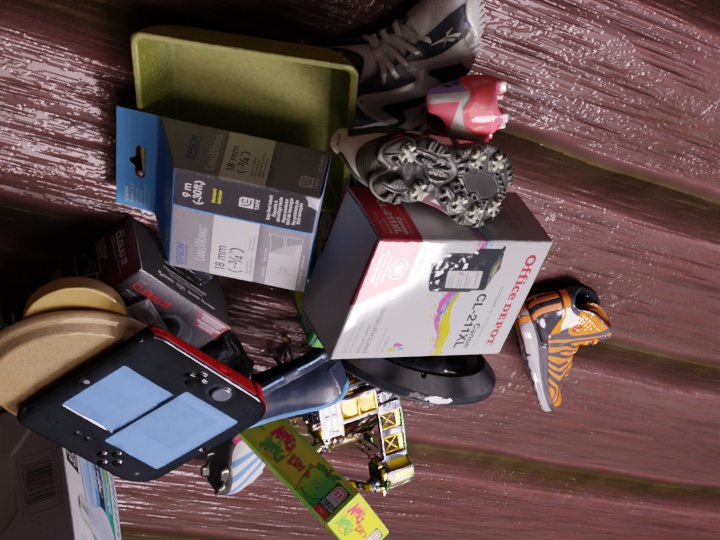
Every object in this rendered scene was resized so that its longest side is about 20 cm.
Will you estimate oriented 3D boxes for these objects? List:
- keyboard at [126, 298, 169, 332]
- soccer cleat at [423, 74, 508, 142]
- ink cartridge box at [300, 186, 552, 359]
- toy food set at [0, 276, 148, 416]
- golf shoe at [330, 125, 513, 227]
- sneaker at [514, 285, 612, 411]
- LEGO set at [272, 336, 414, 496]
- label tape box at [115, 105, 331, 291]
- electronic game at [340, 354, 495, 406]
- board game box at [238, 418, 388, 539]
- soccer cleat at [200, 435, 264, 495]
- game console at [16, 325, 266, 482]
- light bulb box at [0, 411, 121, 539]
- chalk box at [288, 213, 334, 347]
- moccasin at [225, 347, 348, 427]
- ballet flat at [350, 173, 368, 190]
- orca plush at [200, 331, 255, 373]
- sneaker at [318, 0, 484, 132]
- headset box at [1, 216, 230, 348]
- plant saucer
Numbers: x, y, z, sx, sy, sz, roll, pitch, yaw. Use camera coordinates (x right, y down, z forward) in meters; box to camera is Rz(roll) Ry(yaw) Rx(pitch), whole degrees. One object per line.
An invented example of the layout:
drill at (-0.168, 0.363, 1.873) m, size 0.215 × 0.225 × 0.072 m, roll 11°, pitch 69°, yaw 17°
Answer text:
keyboard at (-0.211, 0.094, 1.551) m, size 0.056 × 0.011 × 0.201 m, roll -20°, pitch 143°, yaw 1°
soccer cleat at (0.091, -0.132, 1.407) m, size 0.076 × 0.067 × 0.200 m, roll 1°, pitch 167°, yaw -3°
ink cartridge box at (0.063, 0.003, 1.428) m, size 0.199 × 0.083 × 0.146 m, roll 0°, pitch 128°, yaw -31°
toy food set at (-0.283, 0.090, 1.474) m, size 0.197 × 0.049 × 0.200 m, roll -28°, pitch 141°, yaw 23°
golf shoe at (0.061, -0.095, 1.342) m, size 0.199 × 0.088 × 0.078 m, roll 13°, pitch 104°, yaw -49°
sneaker at (0.253, 0.095, 1.821) m, size 0.111 × 0.078 × 0.201 m, roll -18°, pitch 142°, yaw 0°
LEGO set at (-0.034, 0.172, 1.681) m, size 0.115 × 0.200 × 0.155 m, roll -16°, pitch 119°, yaw -23°
label tape box at (-0.136, -0.062, 1.382) m, size 0.198 × 0.064 × 0.145 m, roll 12°, pitch 143°, yaw -1°
electronic game at (0.053, 0.095, 1.646) m, size 0.199 × 0.200 × 0.042 m, roll 6°, pitch 112°, yaw -29°
board game box at (-0.062, 0.220, 1.640) m, size 0.048 × 0.200 × 0.102 m, roll -43°, pitch 142°, yaw -9°
soccer cleat at (-0.132, 0.185, 1.784) m, size 0.086 × 0.070 × 0.201 m, roll -20°, pitch 146°, yaw -38°
game console at (-0.212, 0.138, 1.484) m, size 0.199 × 0.031 × 0.176 m, roll -31°, pitch 137°, yaw 26°
light bulb box at (-0.353, 0.287, 1.691) m, size 0.124 × 0.199 × 0.201 m, roll -18°, pitch 143°, yaw 1°
chalk box at (0.000, 0.000, 1.562) m, size 0.199 × 0.125 × 0.124 m, roll 7°, pitch 134°, yaw -28°
moccasin at (-0.114, 0.121, 1.583) m, size 0.198 × 0.081 × 0.069 m, roll -16°, pitch 108°, yaw 0°
ballet flat at (0.038, -0.097, 1.466) m, size 0.063 × 0.068 × 0.200 m, roll -18°, pitch 171°, yaw 11°
orca plush at (-0.211, 0.152, 1.693) m, size 0.199 × 0.071 × 0.106 m, roll -21°, pitch 142°, yaw 1°
sneaker at (0.024, -0.196, 1.372) m, size 0.129 × 0.080 × 0.199 m, roll -5°, pitch 150°, yaw -31°
headset box at (-0.244, 0.043, 1.546) m, size 0.199 × 0.078 × 0.149 m, roll -32°, pitch 140°, yaw 17°
plant saucer at (-0.101, -0.145, 1.358) m, size 0.198 × 0.048 × 0.201 m, roll 9°, pitch 144°, yaw 3°
